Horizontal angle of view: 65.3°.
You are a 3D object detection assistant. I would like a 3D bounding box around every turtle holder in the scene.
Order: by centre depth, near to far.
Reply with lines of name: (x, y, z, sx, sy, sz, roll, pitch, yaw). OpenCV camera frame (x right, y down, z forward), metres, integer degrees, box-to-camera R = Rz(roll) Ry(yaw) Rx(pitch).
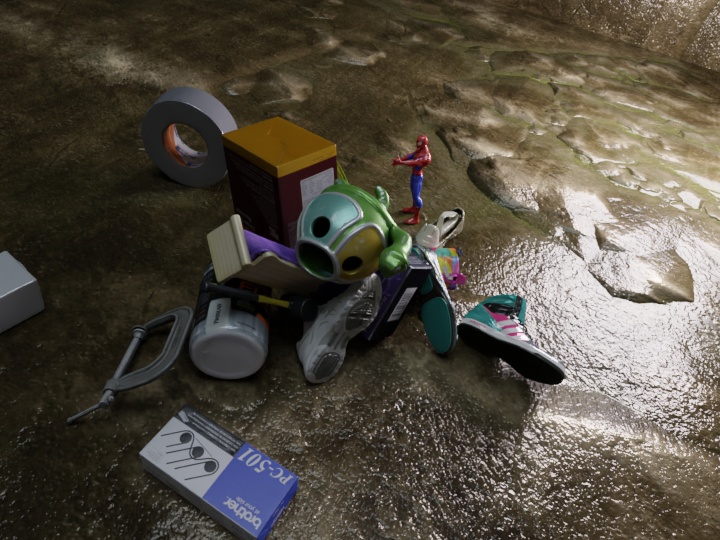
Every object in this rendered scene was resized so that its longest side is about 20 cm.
turtle holder: (-0.014, -0.038, 0.837, 0.185, 0.142, 0.132, 39, 50, 9)

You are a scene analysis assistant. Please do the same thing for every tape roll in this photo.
tape roll: (-0.361, -0.281, 1.198, 0.196, 0.203, 0.067, 13, 42, 3)

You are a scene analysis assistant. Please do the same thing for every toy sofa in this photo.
toy sofa: (-0.136, -0.019, 0.878, 0.096, 0.199, 0.084, -27, 68, 20)

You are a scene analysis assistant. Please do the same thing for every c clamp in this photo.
c clamp: (-0.338, 0.128, 0.854, 0.168, 0.027, 0.201, -20, 30, 17)

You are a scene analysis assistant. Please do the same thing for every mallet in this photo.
mallet: (-0.157, 0.042, 0.848, 0.197, 0.042, 0.065, 17, -8, -39)

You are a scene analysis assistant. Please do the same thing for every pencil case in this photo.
pencil case: (0.098, -0.005, 1.082, 0.195, 0.090, 0.089, 1, 43, -7)

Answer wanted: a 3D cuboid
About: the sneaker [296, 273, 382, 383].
sneaker: (-0.046, 0.075, 0.907, 0.077, 0.201, 0.099, 29, 10, -47)

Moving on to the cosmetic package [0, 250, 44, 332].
cosmetic package: (-0.618, 0.062, 0.877, 0.101, 0.075, 0.199, 33, 45, 23)

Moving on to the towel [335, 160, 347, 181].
towel: (-0.055, -0.161, 1.131, 0.018, 0.200, 0.087, -25, 91, -14)

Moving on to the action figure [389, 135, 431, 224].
action figure: (0.095, -0.197, 1.198, 0.097, 0.203, 0.066, 1, 41, -9)

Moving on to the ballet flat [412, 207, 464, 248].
ballet flat: (0.159, -0.080, 1.180, 0.067, 0.076, 0.199, 34, 48, 20)

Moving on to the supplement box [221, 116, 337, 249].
supplement box: (-0.150, -0.156, 1.080, 0.131, 0.203, 0.196, -27, 42, -31)

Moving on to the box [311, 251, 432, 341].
box: (0.000, 0.000, 0.982, 0.199, 0.150, 0.104, 36, 16, 23)

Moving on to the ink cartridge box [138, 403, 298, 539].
ink cartridge box: (-0.190, 0.272, 0.757, 0.197, 0.045, 0.094, 27, 47, 17)

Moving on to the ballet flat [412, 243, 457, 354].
ballet flat: (0.136, 0.046, 1.007, 0.073, 0.074, 0.204, -14, 83, -24)

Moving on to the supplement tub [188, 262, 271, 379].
supplement tub: (-0.207, 0.063, 0.919, 0.120, 0.124, 0.202, 3, 43, -8)

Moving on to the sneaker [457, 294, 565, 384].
sneaker: (0.284, 0.110, 1.001, 0.198, 0.085, 0.121, 28, 55, 20)
